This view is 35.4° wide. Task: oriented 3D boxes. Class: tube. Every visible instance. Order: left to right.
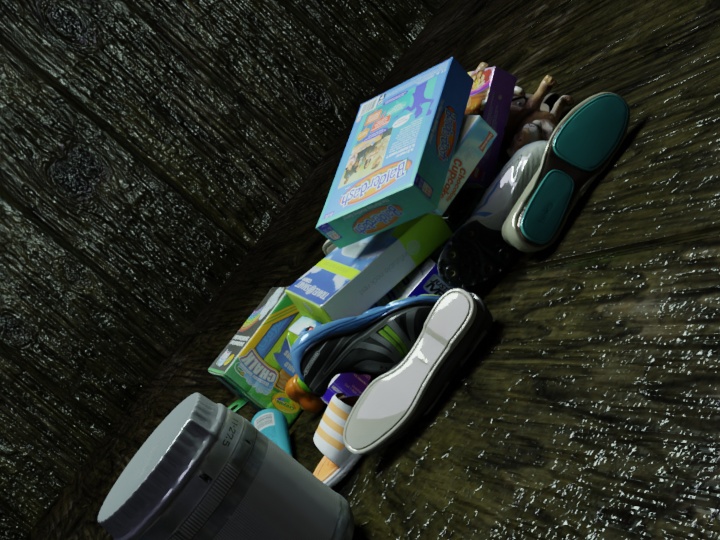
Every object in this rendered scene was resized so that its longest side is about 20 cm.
[{"bbox_3d":[-0.111,0.236,1.409,0.078,0.050,0.200,-52,15,11],"label":"tube"}]

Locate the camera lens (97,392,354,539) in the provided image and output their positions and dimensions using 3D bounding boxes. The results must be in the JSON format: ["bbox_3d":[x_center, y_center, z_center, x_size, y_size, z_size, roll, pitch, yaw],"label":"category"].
[{"bbox_3d":[-0.117,0.230,1.032,0.160,0.200,0.160,-48,11,12],"label":"camera lens"}]

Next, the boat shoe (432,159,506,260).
[{"bbox_3d":[0.123,-0.054,1.380,0.200,0.062,0.073,-45,12,24],"label":"boat shoe"}]

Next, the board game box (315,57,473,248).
[{"bbox_3d":[0.040,-0.132,1.272,0.151,0.045,0.201,-20,39,42],"label":"board game box"}]

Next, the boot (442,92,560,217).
[{"bbox_3d":[0.180,-0.156,1.434,0.145,0.070,0.201,-13,41,32],"label":"boot"}]

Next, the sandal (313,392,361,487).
[{"bbox_3d":[-0.001,0.144,1.222,0.207,0.059,0.079,-51,11,-5],"label":"sandal"}]

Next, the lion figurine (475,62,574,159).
[{"bbox_3d":[0.179,-0.181,1.380,0.123,0.072,0.199,-56,34,-10],"label":"lion figurine"}]

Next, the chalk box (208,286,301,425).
[{"bbox_3d":[-0.126,0.138,1.585,0.201,0.124,0.125,-53,12,-11],"label":"chalk box"}]

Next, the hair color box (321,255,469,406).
[{"bbox_3d":[0.035,0.074,1.304,0.200,0.065,0.109,-50,11,5],"label":"hair color box"}]

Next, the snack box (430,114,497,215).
[{"bbox_3d":[0.063,-0.129,1.324,0.117,0.037,0.200,-55,28,-11],"label":"snack box"}]

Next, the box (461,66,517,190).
[{"bbox_3d":[0.103,-0.167,1.388,0.199,0.039,0.138,1,74,59],"label":"box"}]

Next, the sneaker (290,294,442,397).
[{"bbox_3d":[0.026,0.080,1.188,0.198,0.083,0.071,-19,-10,-13],"label":"sneaker"}]

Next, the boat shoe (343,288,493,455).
[{"bbox_3d":[0.063,0.110,1.132,0.201,0.057,0.067,-53,46,6],"label":"boat shoe"}]

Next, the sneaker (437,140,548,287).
[{"bbox_3d":[0.157,-0.059,1.249,0.200,0.072,0.072,-49,4,-8],"label":"sneaker"}]

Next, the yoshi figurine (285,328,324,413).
[{"bbox_3d":[-0.013,0.096,1.422,0.111,0.113,0.201,-8,-36,-37],"label":"yoshi figurine"}]

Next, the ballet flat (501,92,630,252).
[{"bbox_3d":[0.213,-0.102,1.191,0.201,0.069,0.069,-53,11,-14],"label":"ballet flat"}]

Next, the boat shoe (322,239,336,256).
[{"bbox_3d":[0.020,-0.052,1.486,0.060,0.072,0.200,-51,13,-28],"label":"boat shoe"}]

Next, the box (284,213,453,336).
[{"bbox_3d":[0.000,0.000,1.305,0.200,0.048,0.122,-41,21,-14],"label":"box"}]

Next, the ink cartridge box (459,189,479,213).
[{"bbox_3d":[0.110,-0.067,1.526,0.173,0.044,0.200,-32,17,18],"label":"ink cartridge box"}]
